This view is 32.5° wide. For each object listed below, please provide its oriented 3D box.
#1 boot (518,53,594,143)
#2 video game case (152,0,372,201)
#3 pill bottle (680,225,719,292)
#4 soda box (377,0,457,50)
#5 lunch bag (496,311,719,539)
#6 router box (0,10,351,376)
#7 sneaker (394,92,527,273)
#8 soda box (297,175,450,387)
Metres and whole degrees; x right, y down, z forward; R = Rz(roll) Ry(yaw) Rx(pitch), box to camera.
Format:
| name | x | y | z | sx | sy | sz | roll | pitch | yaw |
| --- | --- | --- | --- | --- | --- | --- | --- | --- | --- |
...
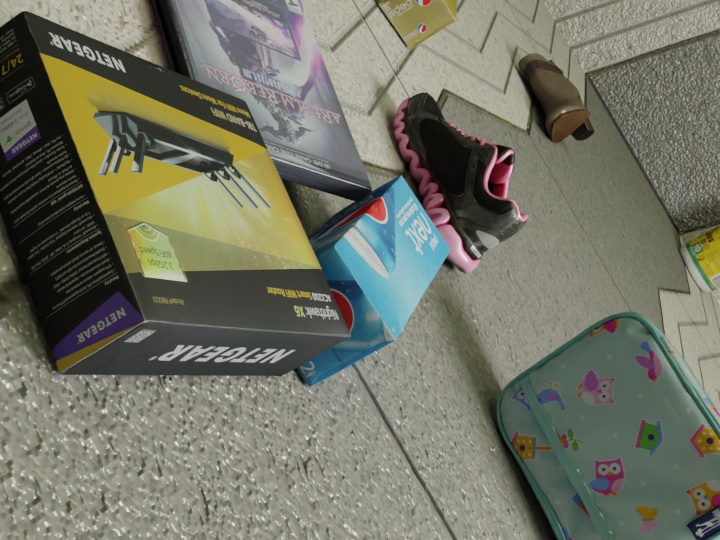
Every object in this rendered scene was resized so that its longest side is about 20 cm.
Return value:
| name | x | y | z | sx | sy | sz | roll | pitch | yaw |
| --- | --- | --- | --- | --- | --- | --- | --- | --- | --- |
| boot | 0.293 | -0.272 | 1.906 | 0.146 | 0.070 | 0.200 | 58 | 18 | 15 |
| video game case | -0.074 | -0.143 | 0.836 | 0.143 | 0.019 | 0.200 | 14 | 45 | -44 |
| pill bottle | 0.765 | -0.047 | 2.517 | 0.113 | 0.200 | 0.113 | 49 | 23 | -28 |
| soda box | 0.070 | -0.327 | 1.429 | 0.068 | 0.064 | 0.200 | 52 | 21 | -20 |
| lunch bag | 0.205 | 0.147 | 0.955 | 0.077 | 0.160 | 0.200 | 34 | 26 | -60 |
| router box | -0.097 | -0.028 | 0.619 | 0.200 | 0.052 | 0.157 | 10 | 53 | -65 |
| sneaker | 0.095 | -0.094 | 1.119 | 0.079 | 0.095 | 0.200 | 34 | 31 | -48 |
| soda box | 0.000 | 0.000 | 0.799 | 0.068 | 0.064 | 0.200 | 57 | 19 | -7 |
